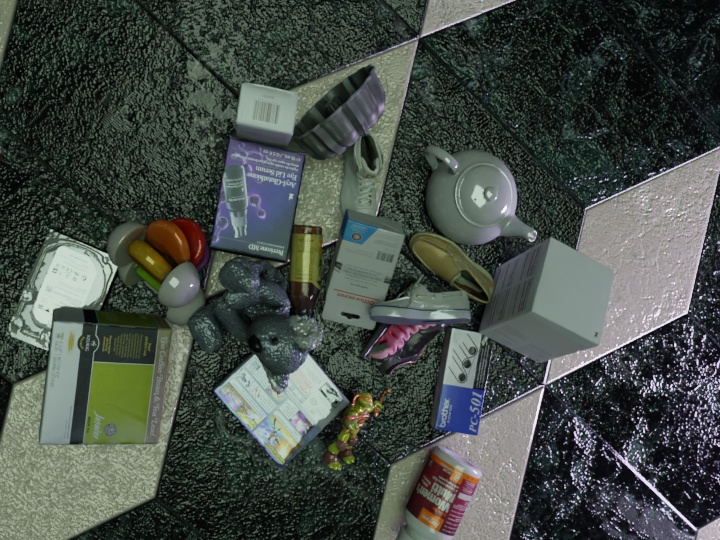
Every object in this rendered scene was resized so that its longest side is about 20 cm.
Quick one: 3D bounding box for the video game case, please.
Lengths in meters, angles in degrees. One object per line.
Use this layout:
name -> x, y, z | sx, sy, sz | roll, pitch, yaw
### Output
video game case -> -0.150, 0.239, 1.303 | 0.181, 0.045, 0.201 | -41, 99, -9

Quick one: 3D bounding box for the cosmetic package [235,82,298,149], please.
cosmetic package -> -0.169, -0.265, 1.205 | 0.099, 0.200, 0.076 | 10, 90, -11

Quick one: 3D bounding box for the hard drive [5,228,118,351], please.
hard drive -> -0.531, 0.045, 1.227 | 0.137, 0.038, 0.204 | 24, 88, -10

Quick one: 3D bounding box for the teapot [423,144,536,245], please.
teapot -> 0.222, -0.146, 1.315 | 0.195, 0.146, 0.203 | -7, 93, -10

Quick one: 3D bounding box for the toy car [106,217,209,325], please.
toy car -> -0.332, -0.017, 1.195 | 0.174, 0.201, 0.151 | 36, 67, 10

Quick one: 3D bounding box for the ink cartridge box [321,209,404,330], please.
ink cartridge box -> 0.000, 0.000, 1.296 | 0.113, 0.068, 0.204 | 14, 111, -10

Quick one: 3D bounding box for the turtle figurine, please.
turtle figurine -> -0.018, 0.292, 1.286 | 0.064, 0.199, 0.164 | 28, 104, 15

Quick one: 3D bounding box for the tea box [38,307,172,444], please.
tea box -> -0.440, 0.181, 1.176 | 0.192, 0.133, 0.205 | 8, 93, -25

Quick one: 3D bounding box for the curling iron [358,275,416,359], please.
curling iron -> 0.051, 0.088, 1.314 | 0.201, 0.025, 0.050 | -54, 142, -24

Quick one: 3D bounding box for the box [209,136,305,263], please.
box -> -0.190, -0.126, 1.255 | 0.144, 0.104, 0.205 | 9, 90, -12

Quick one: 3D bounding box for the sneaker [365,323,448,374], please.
sneaker -> 0.104, 0.136, 1.347 | 0.197, 0.079, 0.097 | -28, 124, -13

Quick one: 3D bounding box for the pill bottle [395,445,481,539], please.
pill bottle -> 0.150, 0.460, 1.337 | 0.108, 0.109, 0.203 | 27, 86, -10

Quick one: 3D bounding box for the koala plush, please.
koala plush -> -0.161, 0.100, 1.201 | 0.200, 0.183, 0.179 | 44, 112, 21

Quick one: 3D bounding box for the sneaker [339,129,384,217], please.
sneaker -> 0.004, -0.162, 1.287 | 0.072, 0.115, 0.206 | -5, 94, -12

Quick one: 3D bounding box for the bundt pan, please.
bundt pan -> -0.032, -0.279, 1.241 | 0.202, 0.201, 0.076 | -45, 113, -6

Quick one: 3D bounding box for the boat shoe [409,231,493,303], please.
boat shoe -> 0.181, -0.004, 1.335 | 0.197, 0.077, 0.072 | 29, 121, -10

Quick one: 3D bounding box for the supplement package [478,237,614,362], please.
supplement package -> 0.352, 0.063, 1.301 | 0.149, 0.200, 0.153 | 25, 68, -11

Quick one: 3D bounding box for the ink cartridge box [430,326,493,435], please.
ink cartridge box -> 0.205, 0.222, 1.373 | 0.092, 0.044, 0.205 | 9, 90, -9

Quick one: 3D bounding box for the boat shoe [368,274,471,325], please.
boat shoe -> 0.111, 0.053, 1.277 | 0.196, 0.075, 0.088 | 0, 74, -9

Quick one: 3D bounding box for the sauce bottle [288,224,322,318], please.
sauce bottle -> -0.106, 0.016, 1.298 | 0.064, 0.066, 0.206 | 3, 94, -11
